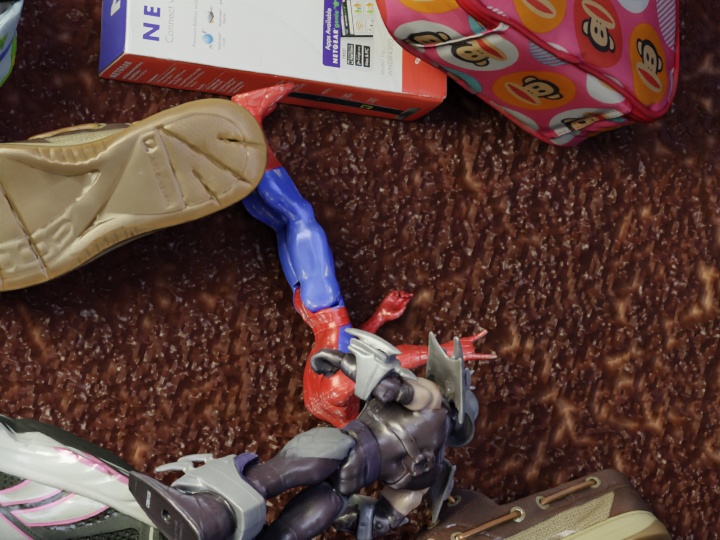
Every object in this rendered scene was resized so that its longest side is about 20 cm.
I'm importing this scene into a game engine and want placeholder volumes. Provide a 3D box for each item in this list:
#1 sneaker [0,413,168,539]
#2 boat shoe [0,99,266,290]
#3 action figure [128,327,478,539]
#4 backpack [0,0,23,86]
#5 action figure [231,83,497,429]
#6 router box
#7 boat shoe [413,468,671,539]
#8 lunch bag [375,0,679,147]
[{"bbox_3d":[-0.175,0.114,1.416,0.200,0.080,0.086,26,92,-16],"label":"sneaker"},{"bbox_3d":[-0.144,-0.038,1.447,0.200,0.072,0.072,-18,93,-1],"label":"boat shoe"},{"bbox_3d":[-0.014,0.095,1.419,0.200,0.069,0.130,-28,130,-35],"label":"action figure"},{"bbox_3d":[-0.259,-0.121,1.388,0.200,0.154,0.163,-27,62,-14],"label":"backpack"},{"bbox_3d":[0.000,0.000,1.505,0.099,0.065,0.200,-13,83,-15],"label":"action figure"},{"bbox_3d":[-0.043,-0.189,1.539,0.179,0.049,0.200,6,76,-21],"label":"router box"},{"bbox_3d":[0.059,0.149,1.505,0.200,0.072,0.072,-18,55,-14],"label":"boat shoe"},{"bbox_3d":[0.090,-0.177,1.541,0.200,0.082,0.176,29,57,-43],"label":"lunch bag"}]
